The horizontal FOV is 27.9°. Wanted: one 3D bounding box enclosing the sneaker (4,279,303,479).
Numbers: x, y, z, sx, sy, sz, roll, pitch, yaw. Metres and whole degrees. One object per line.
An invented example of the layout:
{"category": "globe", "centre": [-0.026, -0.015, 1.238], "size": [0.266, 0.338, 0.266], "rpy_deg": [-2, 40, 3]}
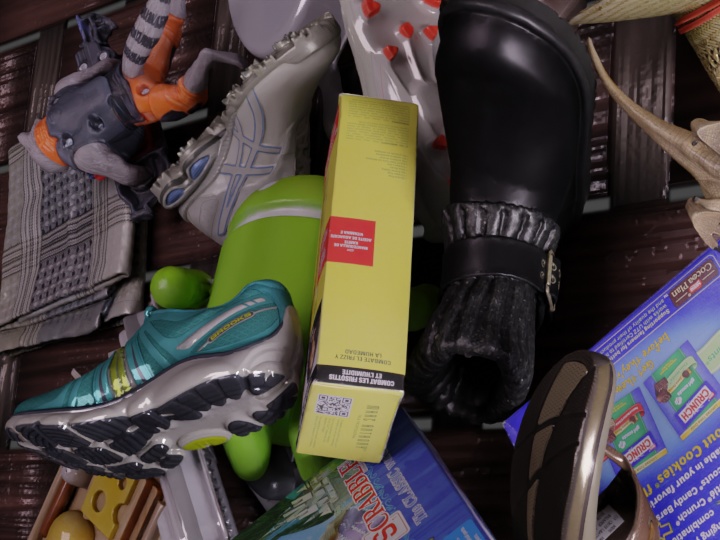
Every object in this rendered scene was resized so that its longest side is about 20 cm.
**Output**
{"category": "sneaker", "centre": [-0.114, 0.064, 0.823], "size": [0.199, 0.077, 0.080], "rpy_deg": [-20, 51, 25]}

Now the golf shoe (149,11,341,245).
{"category": "golf shoe", "centre": [-0.055, -0.089, 0.991], "size": [0.097, 0.078, 0.200], "rpy_deg": [43, 131, -1]}

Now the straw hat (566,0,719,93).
{"category": "straw hat", "centre": [0.211, -0.133, 0.728], "size": [0.200, 0.201, 0.086], "rpy_deg": [-25, 94, 36]}

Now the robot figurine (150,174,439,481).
{"category": "robot figurine", "centre": [-0.037, 0.028, 0.899], "size": [0.174, 0.116, 0.201], "rpy_deg": [3, 57, 11]}

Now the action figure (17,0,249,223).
{"category": "action figure", "centre": [-0.186, -0.151, 1.095], "size": [0.193, 0.104, 0.201], "rpy_deg": [-40, 59, 18]}

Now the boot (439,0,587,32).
{"category": "boot", "centre": [0.100, -0.222, 0.901], "size": [0.187, 0.064, 0.201], "rpy_deg": [-56, 42, 33]}

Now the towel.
{"category": "towel", "centre": [-0.240, -0.037, 1.189], "size": [0.192, 0.034, 0.202], "rpy_deg": [-16, 67, 40]}

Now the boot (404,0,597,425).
{"category": "boot", "centre": [0.067, -0.027, 0.756], "size": [0.079, 0.212, 0.159], "rpy_deg": [12, 60, 26]}

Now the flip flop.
{"category": "flip flop", "centre": [0.110, 0.137, 0.677], "size": [0.081, 0.057, 0.202], "rpy_deg": [-179, 85, -77]}

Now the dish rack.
{"category": "dish rack", "centre": [-0.111, 0.131, 0.922], "size": [0.043, 0.172, 0.201], "rpy_deg": [-19, 58, -7]}

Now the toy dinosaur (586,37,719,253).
{"category": "toy dinosaur", "centre": [0.181, -0.047, 0.708], "size": [0.199, 0.101, 0.059], "rpy_deg": [28, 107, 14]}

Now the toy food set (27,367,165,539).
{"category": "toy food set", "centre": [-0.215, 0.192, 1.071], "size": [0.143, 0.060, 0.201], "rpy_deg": [31, 99, 45]}

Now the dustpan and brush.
{"category": "dustpan and brush", "centre": [-0.036, -0.166, 1.031], "size": [0.139, 0.057, 0.201], "rpy_deg": [-39, 46, 42]}

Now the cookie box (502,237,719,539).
{"category": "cookie box", "centre": [0.183, 0.113, 0.704], "size": [0.171, 0.075, 0.201], "rpy_deg": [-44, 50, 27]}

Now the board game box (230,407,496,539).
{"category": "board game box", "centre": [-0.021, 0.180, 0.725], "size": [0.199, 0.041, 0.200], "rpy_deg": [-39, 23, -1]}

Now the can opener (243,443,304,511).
{"category": "can opener", "centre": [-0.028, 0.165, 0.902], "size": [0.200, 0.066, 0.053], "rpy_deg": [47, 113, 36]}

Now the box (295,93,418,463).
{"category": "box", "centre": [0.000, 0.000, 0.803], "size": [0.075, 0.050, 0.201], "rpy_deg": [104, 173, -53]}

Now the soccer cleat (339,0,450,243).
{"category": "soccer cleat", "centre": [0.026, -0.112, 0.911], "size": [0.078, 0.069, 0.201], "rpy_deg": [-44, 63, 57]}
